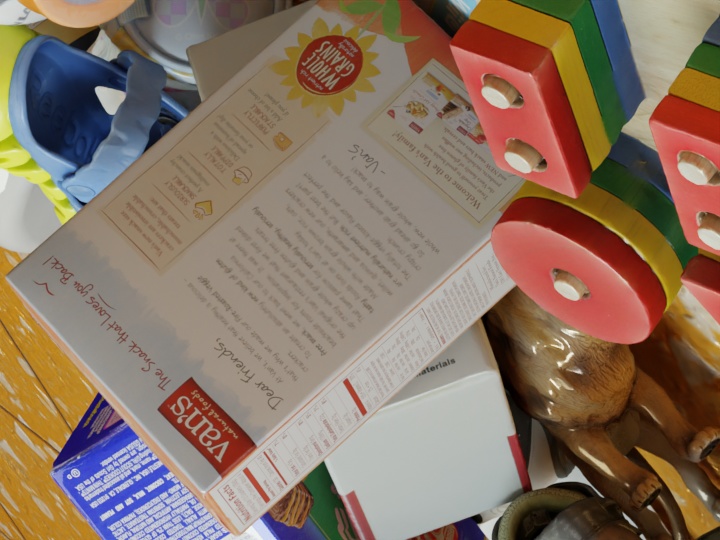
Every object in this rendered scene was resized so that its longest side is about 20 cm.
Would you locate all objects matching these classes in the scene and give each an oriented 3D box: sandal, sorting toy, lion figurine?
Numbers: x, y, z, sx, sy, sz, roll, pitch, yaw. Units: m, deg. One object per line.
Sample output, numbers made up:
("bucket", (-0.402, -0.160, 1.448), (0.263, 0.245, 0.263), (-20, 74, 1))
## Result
("sandal", (-0.099, -0.047, 1.308), (0.087, 0.080, 0.200), (5, 164, 28))
("sorting toy", (0.121, -0.026, 0.987), (0.200, 0.070, 0.199), (23, 156, 30))
("lion figurine", (0.108, 0.064, 1.314), (0.122, 0.072, 0.200), (44, 166, 23))

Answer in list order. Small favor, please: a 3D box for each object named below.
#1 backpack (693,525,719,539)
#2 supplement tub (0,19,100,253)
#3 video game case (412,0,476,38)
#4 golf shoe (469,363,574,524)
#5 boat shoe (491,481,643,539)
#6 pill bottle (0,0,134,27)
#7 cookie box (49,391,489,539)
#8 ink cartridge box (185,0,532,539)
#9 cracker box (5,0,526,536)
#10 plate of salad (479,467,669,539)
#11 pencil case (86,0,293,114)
("backpack", (0.172, 0.197, 1.267), (0.147, 0.183, 0.200), (52, 174, -5))
("supplement tub", (-0.207, -0.121, 1.568), (0.200, 0.144, 0.145), (42, 163, 19))
("video game case", (-0.015, -0.172, 1.176), (0.200, 0.018, 0.143), (47, 163, 2))
("golf shoe", (0.028, 0.055, 1.462), (0.200, 0.094, 0.078), (34, 160, 44))
("boat shoe", (0.091, 0.124, 1.266), (0.065, 0.073, 0.200), (57, 168, -1))
("pill bottle", (-0.170, -0.172, 1.252), (0.200, 0.106, 0.106), (33, 158, 41))
("cookie box", (-0.033, 0.113, 1.323), (0.200, 0.075, 0.171), (53, -156, -13))
("ink cartridge box", (0.000, 0.000, 1.264), (0.144, 0.083, 0.200), (70, -179, -63))
("cracker box", (-0.024, -0.010, 1.160), (0.134, 0.200, 0.058), (45, 172, 27))
("plate of salad", (0.125, 0.172, 1.534), (0.200, 0.048, 0.201), (33, 134, 41))
("pencil case", (-0.089, -0.107, 1.386), (0.083, 0.090, 0.200), (65, 167, 6))
